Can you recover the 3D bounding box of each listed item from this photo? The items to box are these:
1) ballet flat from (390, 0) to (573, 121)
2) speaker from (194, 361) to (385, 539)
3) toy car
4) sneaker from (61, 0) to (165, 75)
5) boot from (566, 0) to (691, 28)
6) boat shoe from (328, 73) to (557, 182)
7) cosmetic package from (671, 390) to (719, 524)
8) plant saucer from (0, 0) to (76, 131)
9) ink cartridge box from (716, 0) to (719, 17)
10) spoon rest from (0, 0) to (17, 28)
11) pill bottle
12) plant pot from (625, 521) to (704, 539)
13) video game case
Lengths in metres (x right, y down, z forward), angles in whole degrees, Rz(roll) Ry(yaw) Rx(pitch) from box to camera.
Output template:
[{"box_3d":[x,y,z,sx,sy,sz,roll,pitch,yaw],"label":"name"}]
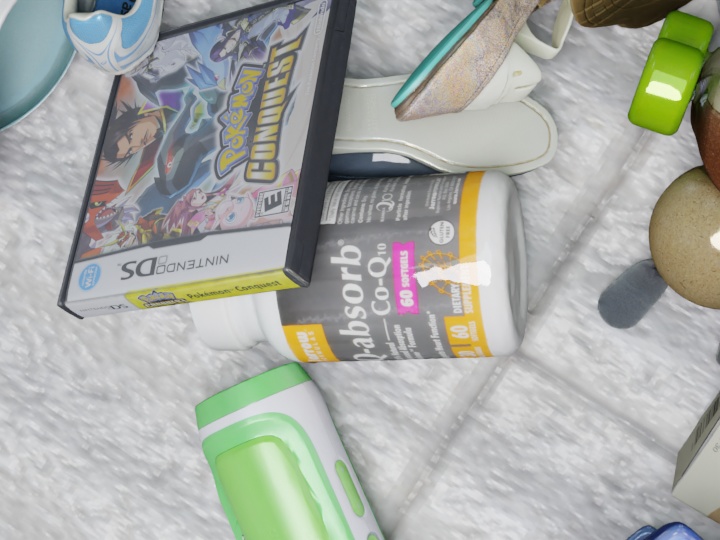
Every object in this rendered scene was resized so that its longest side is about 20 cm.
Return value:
[{"box_3d":[0.093,-0.148,0.880,0.067,0.068,0.200,40,60,-8],"label":"ballet flat"},{"box_3d":[-0.033,0.164,0.886,0.088,0.088,0.200,-24,84,2],"label":"speaker"},{"box_3d":[0.234,-0.036,0.879,0.164,0.158,0.200,21,116,9],"label":"toy car"},{"box_3d":[-0.156,-0.229,0.925,0.072,0.073,0.200,1,69,5],"label":"sneaker"},{"box_3d":[0.138,-0.230,0.853,0.072,0.200,0.155,-31,82,24],"label":"boot"},{"box_3d":[0.026,-0.083,0.911,0.199,0.062,0.075,-2,69,-4],"label":"boat shoe"},{"box_3d":[0.303,0.137,0.853,0.200,0.071,0.105,29,112,7],"label":"cosmetic package"},{"box_3d":[-0.283,-0.183,0.964,0.200,0.027,0.201,0,85,4],"label":"plant saucer"},{"box_3d":[0.261,-0.237,0.837,0.083,0.200,0.146,-11,84,3],"label":"ink cartridge box"},{"box_3d":[-0.263,-0.121,0.914,0.099,0.061,0.200,29,87,6],"label":"spoon rest"},{"box_3d":[0.000,0.000,0.875,0.200,0.116,0.117,-4,85,14],"label":"pill bottle"},{"box_3d":[0.171,0.275,0.813,0.200,0.180,0.200,-43,84,0],"label":"plant pot"},{"box_3d":[-0.095,-0.073,0.867,0.180,0.025,0.200,-8,60,33],"label":"video game case"}]
